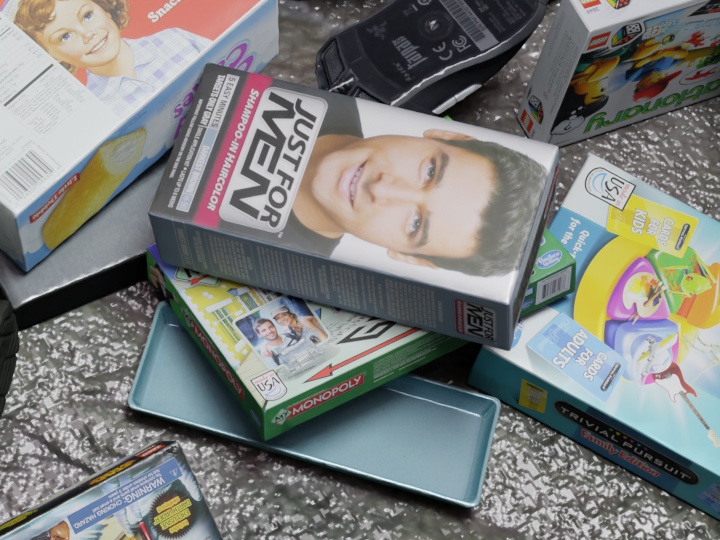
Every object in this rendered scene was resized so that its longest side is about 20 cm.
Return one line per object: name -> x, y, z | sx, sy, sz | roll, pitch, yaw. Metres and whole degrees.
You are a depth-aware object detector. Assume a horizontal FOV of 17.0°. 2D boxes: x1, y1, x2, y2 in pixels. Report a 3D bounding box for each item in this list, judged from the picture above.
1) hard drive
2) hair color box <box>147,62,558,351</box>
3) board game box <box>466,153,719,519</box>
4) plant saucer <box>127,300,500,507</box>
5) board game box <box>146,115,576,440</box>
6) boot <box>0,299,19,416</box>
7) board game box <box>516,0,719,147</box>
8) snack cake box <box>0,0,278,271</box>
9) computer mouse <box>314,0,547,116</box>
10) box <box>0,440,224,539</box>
hard drive -> -0.179, -0.078, 1.376 | 0.139, 0.033, 0.201 | -23, 67, -22
hair color box -> -0.002, -0.035, 1.289 | 0.198, 0.061, 0.100 | 14, 64, 10
board game box -> 0.183, 0.044, 1.371 | 0.199, 0.047, 0.151 | 28, 59, 6
plant saucer -> -0.025, 0.076, 1.328 | 0.199, 0.019, 0.070 | 17, 58, -2
board game box -> 0.000, 0.000, 1.332 | 0.199, 0.029, 0.135 | -25, 54, -20
boot -> -0.262, 0.092, 1.256 | 0.130, 0.068, 0.201 | 8, 59, 7
board game box -> 0.197, -0.143, 1.434 | 0.199, 0.127, 0.035 | -19, 65, -20
snack cake box -> -0.153, -0.111, 1.329 | 0.115, 0.067, 0.200 | 41, 69, 18
computer mouse -> 0.002, -0.131, 1.400 | 0.199, 0.046, 0.140 | -36, 61, -13
box -> -0.150, 0.189, 1.192 | 0.199, 0.040, 0.138 | -28, 98, -24
